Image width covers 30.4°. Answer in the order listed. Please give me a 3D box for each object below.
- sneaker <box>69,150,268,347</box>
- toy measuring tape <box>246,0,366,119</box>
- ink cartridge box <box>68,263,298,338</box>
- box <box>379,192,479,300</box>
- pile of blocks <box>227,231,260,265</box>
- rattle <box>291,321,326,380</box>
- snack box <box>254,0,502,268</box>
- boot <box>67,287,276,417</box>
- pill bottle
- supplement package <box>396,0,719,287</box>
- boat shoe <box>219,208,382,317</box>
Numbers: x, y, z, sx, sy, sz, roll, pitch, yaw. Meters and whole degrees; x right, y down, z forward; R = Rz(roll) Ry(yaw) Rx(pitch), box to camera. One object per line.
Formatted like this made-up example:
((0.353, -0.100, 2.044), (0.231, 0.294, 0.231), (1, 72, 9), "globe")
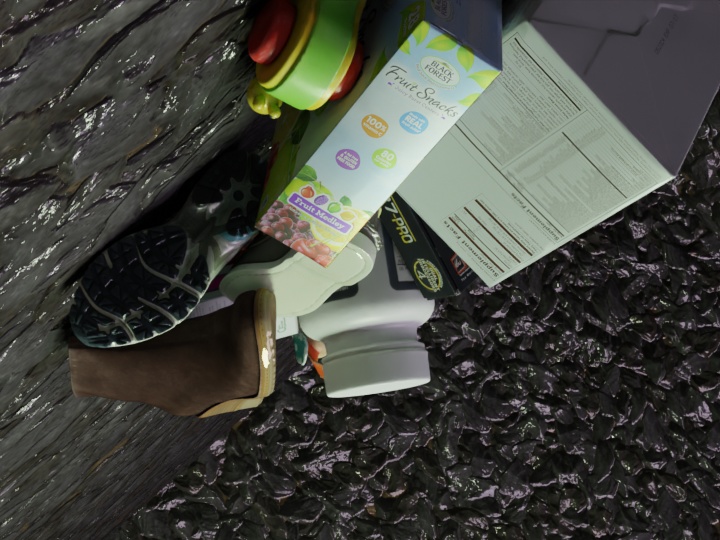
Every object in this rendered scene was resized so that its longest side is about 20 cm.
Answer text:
((-0.142, -0.004, 1.032), (0.200, 0.078, 0.086), (-41, 178, -23), "sneaker")
((-0.012, -0.157, 0.794), (0.200, 0.074, 0.073), (-46, 174, 37), "toy measuring tape")
((-0.153, 0.046, 1.161), (0.197, 0.037, 0.095), (-17, 149, -10), "ink cartridge box")
((0.089, -0.098, 1.096), (0.199, 0.163, 0.049), (-39, -164, -33), "box")
((-0.101, -0.013, 1.215), (0.200, 0.082, 0.062), (-43, 165, -16), "pile of blocks")
((-0.089, 0.052, 1.306), (0.141, 0.202, 0.130), (-21, 148, 13), "rattle")
((0.013, -0.130, 0.891), (0.200, 0.067, 0.170), (-46, -155, 35), "snack box")
((-0.152, 0.069, 1.064), (0.163, 0.073, 0.201), (4, 153, -10), "boot")
((0.000, 0.000, 1.120), (0.118, 0.203, 0.120), (-8, 171, -1), "pill bottle")
((0.141, -0.132, 0.960), (0.199, 0.147, 0.192), (-34, -164, 50), "supplement package")
((-0.046, -0.014, 1.037), (0.201, 0.071, 0.061), (-25, -137, 54), "boat shoe")
